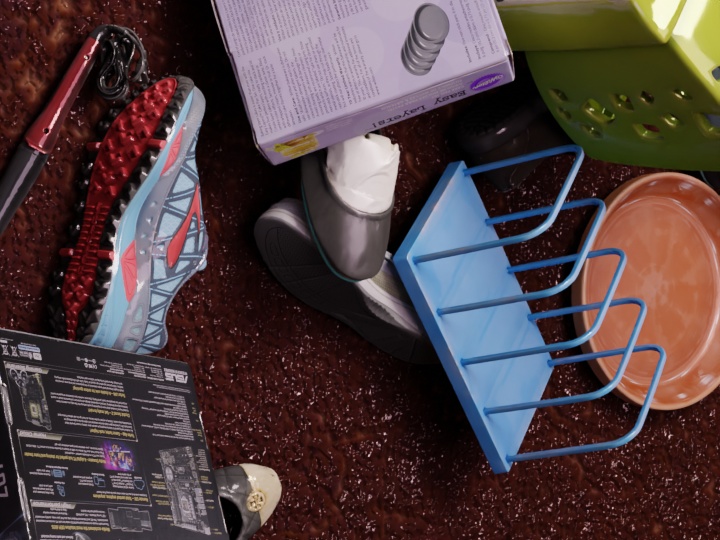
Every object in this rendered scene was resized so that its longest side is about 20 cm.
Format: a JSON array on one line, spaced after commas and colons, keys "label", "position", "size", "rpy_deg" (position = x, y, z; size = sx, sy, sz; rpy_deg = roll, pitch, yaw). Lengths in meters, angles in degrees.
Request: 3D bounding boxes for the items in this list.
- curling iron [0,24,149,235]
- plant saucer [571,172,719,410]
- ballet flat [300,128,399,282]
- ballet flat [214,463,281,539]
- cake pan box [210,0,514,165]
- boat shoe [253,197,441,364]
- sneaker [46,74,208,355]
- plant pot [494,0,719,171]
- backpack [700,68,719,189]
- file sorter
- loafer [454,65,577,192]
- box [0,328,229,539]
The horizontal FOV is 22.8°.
[{"label": "curling iron", "position": [-0.207, -0.083, 1.195], "size": [0.201, 0.049, 0.026], "rpy_deg": [-56, 163, -14]}, {"label": "plant saucer", "position": [0.255, 0.017, 1.523], "size": [0.199, 0.032, 0.202], "rpy_deg": [0, 91, -35]}, {"label": "ballet flat", "position": [-0.009, -0.092, 1.265], "size": [0.068, 0.068, 0.201], "rpy_deg": [7, 56, -29]}, {"label": "ballet flat", "position": [-0.131, 0.197, 1.243], "size": [0.199, 0.057, 0.067], "rpy_deg": [-29, 108, -31]}, {"label": "cake pan box", "position": [-0.009, -0.195, 1.226], "size": [0.183, 0.052, 0.201], "rpy_deg": [-20, 74, 4]}, {"label": "boat shoe", "position": [0.002, 0.000, 1.326], "size": [0.202, 0.074, 0.065], "rpy_deg": [35, 60, -33]}, {"label": "sneaker", "position": [-0.146, -0.034, 1.230], "size": [0.095, 0.079, 0.201], "rpy_deg": [24, 84, -46]}, {"label": "plant pot", "position": [0.221, -0.203, 1.294], "size": [0.181, 0.198, 0.201], "rpy_deg": [35, 73, -36]}, {"label": "backpack", "position": [0.366, -0.181, 1.526], "size": [0.175, 0.153, 0.201], "rpy_deg": [-15, 90, -33]}, {"label": "file sorter", "position": [0.135, 0.027, 1.347], "size": [0.201, 0.122, 0.139], "rpy_deg": [64, 34, -24]}, {"label": "loafer", "position": [0.158, -0.129, 1.437], "size": [0.200, 0.073, 0.072], "rpy_deg": [-33, 119, -25]}, {"label": "box", "position": [-0.168, 0.129, 1.145], "size": [0.200, 0.043, 0.161], "rpy_deg": [15, 55, -56]}]
